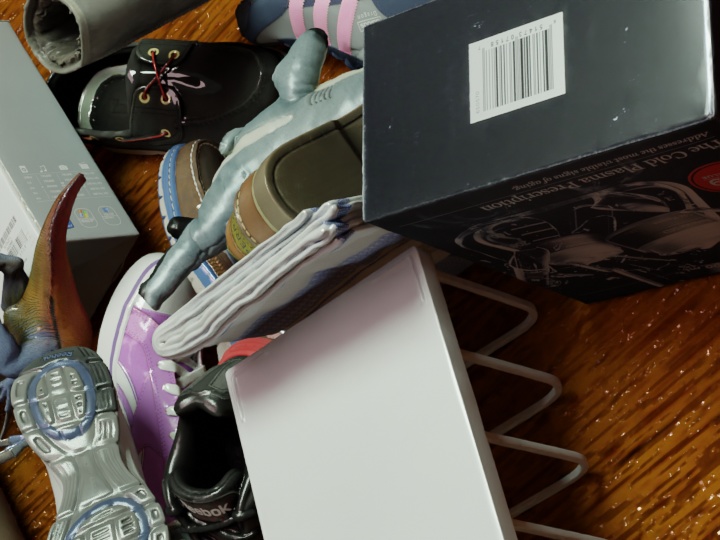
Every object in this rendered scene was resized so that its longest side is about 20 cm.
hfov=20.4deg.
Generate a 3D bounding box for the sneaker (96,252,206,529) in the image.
[{"bbox_3d":[-0.103,0.094,1.209,0.114,0.072,0.202,8,93,41],"label":"sneaker"}]

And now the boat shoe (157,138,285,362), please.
[{"bbox_3d":[-0.058,-0.002,1.197,0.072,0.072,0.201,-35,66,25],"label":"boat shoe"}]

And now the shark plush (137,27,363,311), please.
[{"bbox_3d":[-0.051,-0.060,1.122,0.199,0.091,0.083,-30,24,-7],"label":"shark plush"}]

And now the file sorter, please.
[{"bbox_3d":[0.040,0.119,1.019,0.139,0.124,0.201,-34,56,30],"label":"file sorter"}]

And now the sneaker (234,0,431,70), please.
[{"bbox_3d":[-0.003,-0.141,1.186,0.200,0.070,0.083,-7,95,52],"label":"sneaker"}]

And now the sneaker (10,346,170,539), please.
[{"bbox_3d":[-0.141,0.140,1.131,0.074,0.087,0.201,-17,56,1],"label":"sneaker"}]

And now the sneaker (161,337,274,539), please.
[{"bbox_3d":[-0.064,0.142,1.103,0.070,0.098,0.202,-2,98,29],"label":"sneaker"}]

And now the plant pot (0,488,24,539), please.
[{"bbox_3d":[-0.309,0.166,1.313,0.175,0.200,0.201,44,109,24],"label":"plant pot"}]

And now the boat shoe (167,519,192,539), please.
[{"bbox_3d":[-0.119,0.244,1.155,0.072,0.062,0.201,18,100,2],"label":"boat shoe"}]

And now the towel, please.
[{"bbox_3d":[0.000,0.000,1.041,0.147,0.199,0.024,-36,73,36],"label":"towel"}]

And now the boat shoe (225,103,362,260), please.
[{"bbox_3d":[0.010,-0.055,1.069,0.068,0.199,0.072,-43,70,50],"label":"boat shoe"}]

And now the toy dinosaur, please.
[{"bbox_3d":[-0.185,0.072,1.224,0.200,0.181,0.105,-33,32,25],"label":"toy dinosaur"}]

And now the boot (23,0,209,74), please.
[{"bbox_3d":[-0.090,-0.191,1.172,0.073,0.199,0.182,65,151,6],"label":"boot"}]

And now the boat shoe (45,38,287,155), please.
[{"bbox_3d":[-0.127,-0.113,1.297,0.201,0.063,0.074,-1,74,42],"label":"boat shoe"}]

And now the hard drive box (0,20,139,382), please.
[{"bbox_3d":[-0.250,-0.043,1.332,0.200,0.077,0.156,56,131,25],"label":"hard drive box"}]

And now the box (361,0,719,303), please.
[{"bbox_3d":[0.132,-0.069,0.950,0.199,0.182,0.105,-15,67,40],"label":"box"}]
